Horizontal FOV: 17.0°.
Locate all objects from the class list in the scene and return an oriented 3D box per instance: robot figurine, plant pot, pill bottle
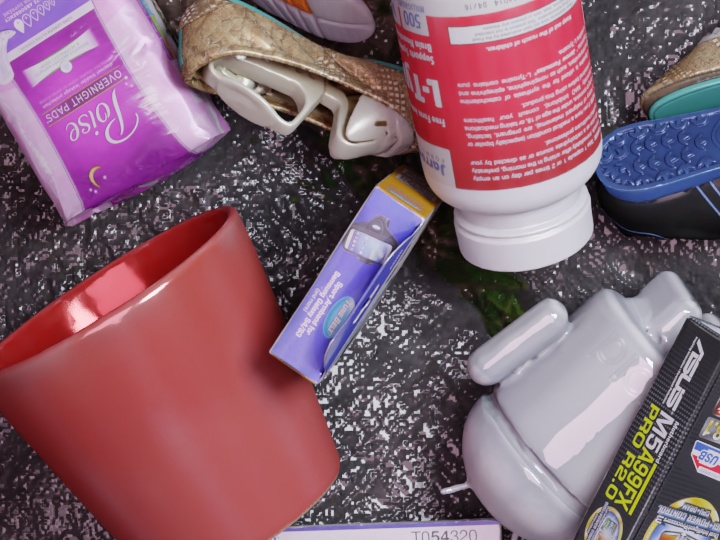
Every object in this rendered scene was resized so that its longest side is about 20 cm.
[{"bbox_3d":[0.143,0.092,1.504,0.200,0.113,0.170,-43,105,10],"label":"robot figurine"},{"bbox_3d":[-0.116,0.086,1.511,0.200,0.201,0.178,-29,100,10],"label":"plant pot"},{"bbox_3d":[0.084,-0.107,1.437,0.111,0.112,0.201,-7,118,9],"label":"pill bottle"}]

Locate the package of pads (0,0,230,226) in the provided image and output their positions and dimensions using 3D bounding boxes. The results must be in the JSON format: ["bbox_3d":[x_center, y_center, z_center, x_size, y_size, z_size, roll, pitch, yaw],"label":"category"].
[{"bbox_3d":[-0.184,-0.141,1.545,0.120,0.076,0.201,-30,93,12],"label":"package of pads"}]

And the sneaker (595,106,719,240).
[{"bbox_3d":[0.245,-0.062,1.492,0.198,0.078,0.071,-5,61,11],"label":"sneaker"}]

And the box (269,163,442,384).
[{"bbox_3d":[0.000,0.000,1.471,0.041,0.200,0.120,33,99,4],"label":"box"}]

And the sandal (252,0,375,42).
[{"bbox_3d":[-0.072,-0.215,1.524,0.206,0.079,0.059,28,71,16],"label":"sandal"}]

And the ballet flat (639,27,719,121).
[{"bbox_3d":[0.269,-0.138,1.497,0.198,0.071,0.066,-10,68,6],"label":"ballet flat"}]

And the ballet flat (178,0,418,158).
[{"bbox_3d":[-0.024,-0.106,1.509,0.199,0.071,0.066,20,58,-5],"label":"ballet flat"}]

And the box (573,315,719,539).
[{"bbox_3d":[0.241,0.131,1.469,0.199,0.044,0.161,21,100,-37],"label":"box"}]

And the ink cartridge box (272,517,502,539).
[{"bbox_3d":[0.005,0.262,1.579,0.195,0.043,0.202,-2,92,8],"label":"ink cartridge box"}]
